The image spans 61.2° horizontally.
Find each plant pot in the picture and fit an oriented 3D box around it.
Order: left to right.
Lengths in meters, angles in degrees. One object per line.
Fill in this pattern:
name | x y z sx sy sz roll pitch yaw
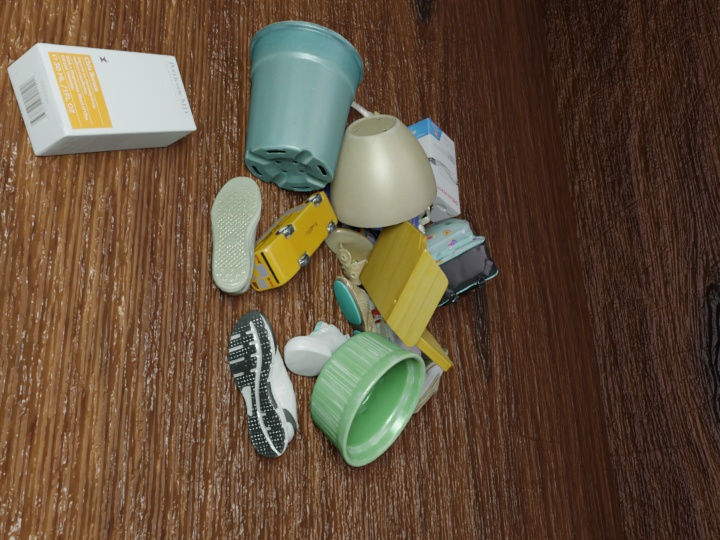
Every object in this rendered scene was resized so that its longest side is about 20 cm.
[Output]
plant pot | -0.100 -0.252 0.986 0.198 0.195 0.203 29 62 -49
plant pot | 0.030 -0.186 1.053 0.202 0.194 0.138 -60 146 -48

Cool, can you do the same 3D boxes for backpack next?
backpack | 0.172 -0.019 1.311 0.173 0.200 0.157 -30 97 -11

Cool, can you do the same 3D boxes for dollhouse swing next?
dollhouse swing | 0.109 0.038 1.046 0.172 0.186 0.200 25 11 -20

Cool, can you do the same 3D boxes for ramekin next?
ramekin | 0.009 0.200 0.985 0.198 0.096 0.205 -34 139 -35

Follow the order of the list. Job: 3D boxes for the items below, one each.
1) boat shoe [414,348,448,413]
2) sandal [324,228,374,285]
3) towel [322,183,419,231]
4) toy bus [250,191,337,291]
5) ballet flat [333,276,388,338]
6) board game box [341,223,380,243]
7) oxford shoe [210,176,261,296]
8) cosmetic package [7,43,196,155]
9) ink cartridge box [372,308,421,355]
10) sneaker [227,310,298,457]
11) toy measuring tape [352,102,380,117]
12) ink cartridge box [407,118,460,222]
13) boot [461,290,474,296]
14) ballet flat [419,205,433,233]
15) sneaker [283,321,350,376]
boat shoe | 0.129 0.227 1.273 0.198 0.073 0.071 -30 109 -50
sandal | 0.005 -0.002 1.150 0.211 0.076 0.072 39 41 -51
towel | 0.021 -0.140 1.173 0.193 0.024 0.149 13 59 -11
toy bus | -0.109 -0.052 0.986 0.066 0.076 0.201 60 35 -20
ballet flat | 0.009 0.091 1.124 0.064 0.070 0.205 -31 115 -27
board game box | 0.033 -0.110 1.255 0.165 0.055 0.206 38 48 -43
oxford shoe | -0.184 -0.050 0.894 0.058 0.072 0.206 98 -9 -58
cosmetic package | -0.305 -0.205 0.741 0.199 0.070 0.105 -26 100 -58
ink cartridge box | 0.064 0.094 1.209 0.108 0.049 0.207 -27 108 -58
sneaker | -0.138 0.159 0.885 0.080 0.071 0.207 -13 94 -72
toy measuring tape | 0.020 -0.310 1.325 0.196 0.073 0.075 27 53 -23
ink cartridge box | 0.176 -0.244 1.505 0.143 0.082 0.207 25 57 -51
boot | 0.231 -0.026 1.530 0.200 0.073 0.110 47 38 -51
ballet flat | 0.107 -0.093 1.250 0.070 0.069 0.202 62 35 -25
sneaker | -0.067 0.124 1.010 0.199 0.074 0.091 31 41 -57
